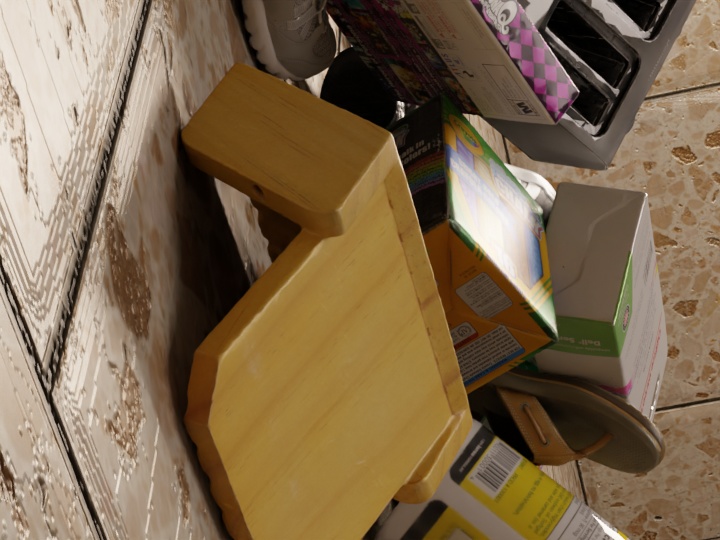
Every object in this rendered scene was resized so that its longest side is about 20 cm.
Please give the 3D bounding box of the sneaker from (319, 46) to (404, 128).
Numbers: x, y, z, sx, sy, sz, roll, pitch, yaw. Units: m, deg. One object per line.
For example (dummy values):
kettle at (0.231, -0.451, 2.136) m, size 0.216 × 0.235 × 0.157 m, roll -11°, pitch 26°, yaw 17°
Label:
sneaker at (0.004, -0.127, 1.624) m, size 0.200 × 0.060 × 0.105 m, roll 76°, pitch 7°, yaw -51°

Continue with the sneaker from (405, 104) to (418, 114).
sneaker at (0.036, -0.138, 1.810) m, size 0.079 × 0.074 × 0.201 m, roll -21°, pitch 100°, yaw -77°

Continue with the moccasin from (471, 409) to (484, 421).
moccasin at (0.059, 0.029, 1.547) m, size 0.074 × 0.077 × 0.202 m, roll 11°, pitch -57°, yaw 66°

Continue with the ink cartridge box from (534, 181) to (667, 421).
ink cartridge box at (0.172, 0.045, 1.486) m, size 0.200 × 0.067 × 0.118 m, roll 71°, pitch 31°, yaw -52°

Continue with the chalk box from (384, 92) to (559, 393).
chalk box at (0.045, -0.021, 1.394) m, size 0.124 × 0.125 × 0.200 m, roll 47°, pitch 24°, yaw -26°

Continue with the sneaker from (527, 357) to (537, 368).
sneaker at (0.140, 0.034, 1.602) m, size 0.077 × 0.080 × 0.200 m, roll 56°, pitch -7°, yaw 13°

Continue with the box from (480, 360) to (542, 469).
box at (0.101, 0.169, 1.593) m, size 0.117 × 0.048 × 0.200 m, roll -52°, pitch 162°, yaw -34°

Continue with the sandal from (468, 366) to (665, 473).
sandal at (0.113, 0.102, 1.446) m, size 0.080 × 0.199 × 0.054 m, roll 104°, pitch 9°, yaw -61°

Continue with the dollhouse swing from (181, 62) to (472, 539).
dollhouse swing at (-0.053, 0.040, 1.076) m, size 0.181 × 0.176 × 0.201 m, roll 28°, pitch -33°, yaw 43°

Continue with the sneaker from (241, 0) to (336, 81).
sneaker at (-0.037, -0.186, 1.307) m, size 0.200 × 0.082 × 0.075 m, roll 64°, pitch 17°, yaw -62°

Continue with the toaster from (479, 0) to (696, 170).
toaster at (0.140, -0.195, 1.507) m, size 0.200 × 0.118 × 0.181 m, roll 36°, pitch 79°, yaw -37°

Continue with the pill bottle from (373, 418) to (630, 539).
pill bottle at (0.118, 0.204, 1.421) m, size 0.200 × 0.114 × 0.114 m, roll 38°, pitch 6°, yaw 5°

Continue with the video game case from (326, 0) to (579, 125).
video game case at (0.031, -0.183, 1.367) m, size 0.181 × 0.036 × 0.200 m, roll 14°, pitch -31°, yaw 54°

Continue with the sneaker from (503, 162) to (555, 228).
sneaker at (0.093, -0.031, 1.646) m, size 0.200 × 0.073 × 0.113 m, roll 27°, pitch 60°, yaw -52°
